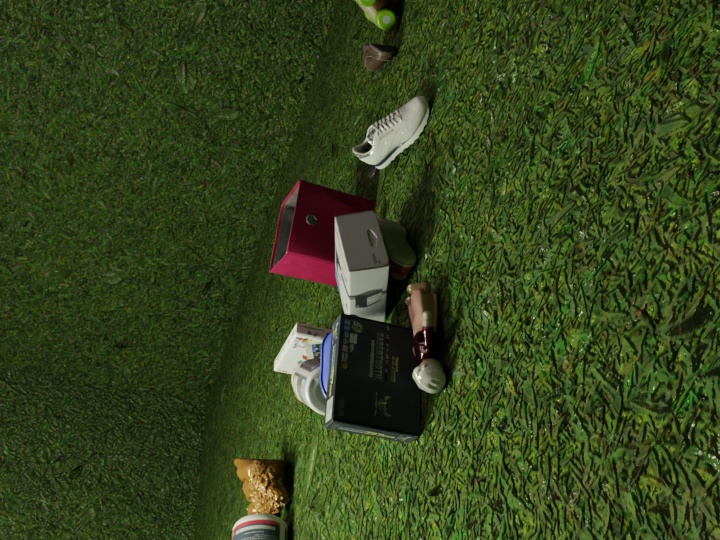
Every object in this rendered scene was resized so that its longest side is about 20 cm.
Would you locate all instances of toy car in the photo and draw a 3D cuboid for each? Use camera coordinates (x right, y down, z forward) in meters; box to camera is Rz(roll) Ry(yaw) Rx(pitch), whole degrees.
[{"bbox_3d":[0.080,-0.787,1.936,0.200,0.158,0.164,-42,29,10],"label":"toy car"}]

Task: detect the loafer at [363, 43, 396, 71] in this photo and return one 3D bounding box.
[{"bbox_3d":[0.051,-0.580,1.925,0.200,0.073,0.071,-115,31,-72],"label":"loafer"}]

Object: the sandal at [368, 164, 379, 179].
[{"bbox_3d":[0.065,-0.292,1.691,0.075,0.045,0.200,-49,17,47],"label":"sandal"}]

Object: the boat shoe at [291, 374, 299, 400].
[{"bbox_3d":[-0.151,0.274,1.914,0.072,0.072,0.200,76,-179,-53],"label":"boat shoe"}]

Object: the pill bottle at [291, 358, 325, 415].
[{"bbox_3d":[-0.093,0.263,1.624,0.200,0.114,0.114,177,106,-73],"label":"pill bottle"}]

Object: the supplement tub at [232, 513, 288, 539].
[{"bbox_3d":[-0.249,0.716,1.725,0.200,0.140,0.140,-94,24,-47],"label":"supplement tub"}]

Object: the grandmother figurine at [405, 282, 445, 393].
[{"bbox_3d":[0.110,0.114,1.184,0.121,0.060,0.200,81,-176,-50],"label":"grandmother figurine"}]

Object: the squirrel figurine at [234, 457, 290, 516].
[{"bbox_3d":[-0.266,0.603,1.890,0.200,0.141,0.187,142,133,-68],"label":"squirrel figurine"}]

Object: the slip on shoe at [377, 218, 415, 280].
[{"bbox_3d":[0.062,-0.050,1.444,0.200,0.074,0.061,-110,34,-54],"label":"slip on shoe"}]

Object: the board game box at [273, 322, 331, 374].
[{"bbox_3d":[-0.130,0.206,1.767,0.200,0.126,0.035,123,154,-48],"label":"board game box"}]

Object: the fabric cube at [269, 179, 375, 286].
[{"bbox_3d":[-0.099,-0.085,1.772,0.200,0.199,0.197,146,136,-66],"label":"fabric cube"}]

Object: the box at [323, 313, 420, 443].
[{"bbox_3d":[0.024,0.185,1.220,0.051,0.157,0.200,129,151,-54],"label":"box"}]

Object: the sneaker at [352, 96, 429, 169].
[{"bbox_3d":[0.069,-0.307,1.541,0.200,0.080,0.076,-46,39,29],"label":"sneaker"}]

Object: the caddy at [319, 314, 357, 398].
[{"bbox_3d":[-0.004,0.183,1.348,0.105,0.141,0.200,-52,29,44],"label":"caddy"}]

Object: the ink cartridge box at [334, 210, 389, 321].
[{"bbox_3d":[0.000,0.000,1.426,0.200,0.084,0.145,92,167,-53],"label":"ink cartridge box"}]
